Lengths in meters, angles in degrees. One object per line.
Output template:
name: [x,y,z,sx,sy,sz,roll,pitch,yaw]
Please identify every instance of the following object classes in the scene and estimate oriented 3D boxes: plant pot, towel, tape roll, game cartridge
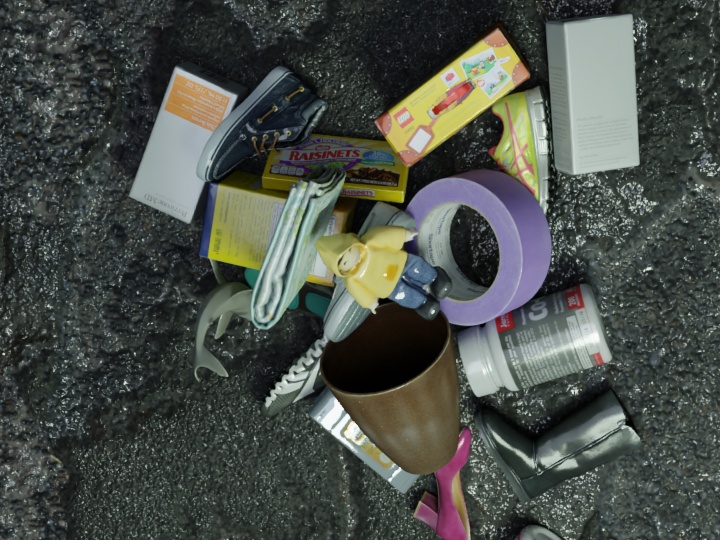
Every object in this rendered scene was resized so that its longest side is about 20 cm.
plant pot: [0.062,0.179,1.683,0.185,0.188,0.202,-15,124,12]
towel: [-0.079,-0.036,1.581,0.048,0.171,0.202,24,107,5]
tape roll: [0.154,-0.032,1.666,0.198,0.085,0.203,9,106,35]
game cartridge: [0.035,0.218,1.781,0.200,0.042,0.133,41,93,-19]

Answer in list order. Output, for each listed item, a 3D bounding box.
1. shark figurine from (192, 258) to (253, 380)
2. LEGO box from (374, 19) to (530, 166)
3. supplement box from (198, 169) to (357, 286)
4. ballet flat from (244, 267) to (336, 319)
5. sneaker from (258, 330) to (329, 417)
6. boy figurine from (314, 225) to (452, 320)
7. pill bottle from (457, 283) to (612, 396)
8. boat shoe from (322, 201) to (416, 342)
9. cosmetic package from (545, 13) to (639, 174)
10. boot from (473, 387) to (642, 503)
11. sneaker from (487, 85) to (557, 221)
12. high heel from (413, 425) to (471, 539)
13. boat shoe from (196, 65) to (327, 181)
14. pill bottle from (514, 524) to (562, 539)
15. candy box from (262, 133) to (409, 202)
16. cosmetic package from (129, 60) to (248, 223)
shark figurine: [-0.181,0.054,1.704,0.088,0.215,0.130,-11,110,23]
LEGO box: [0.125,-0.237,1.624,0.199,0.149,0.077,-36,98,15]
supplement box: [-0.115,-0.063,1.726,0.197,0.110,0.110,13,107,5]
ballet flat: [-0.073,0.027,1.767,0.198,0.064,0.068,23,131,20]
sneaker: [-0.066,0.160,1.800,0.090,0.066,0.200,43,104,-2]
boy figurine: [0.029,-0.007,1.590,0.199,0.064,0.125,26,102,-37]
pill bottle: [0.243,0.101,1.715,0.198,0.114,0.115,-19,101,12]
boat shoe: [0.000,0.000,1.668,0.066,0.074,0.201,33,87,26]
cosmetic package: [0.309,-0.235,1.626,0.100,0.074,0.203,-8,103,-12]
boot: [0.285,0.228,1.767,0.199,0.066,0.166,-29,107,17]
sneaker: [0.222,-0.149,1.680,0.089,0.078,0.203,-3,99,17]
high heel: [0.149,0.319,1.796,0.095,0.067,0.202,27,119,10]
boat shoe: [-0.134,-0.185,1.674,0.091,0.071,0.201,36,76,13]
pill bottle: [0.231,0.486,1.821,0.108,0.109,0.201,34,107,-2]
candy box: [-0.031,-0.146,1.699,0.197,0.103,0.027,6,135,6]
cosmetic package: [-0.244,-0.182,1.733,0.100,0.071,0.202,23,107,1]
